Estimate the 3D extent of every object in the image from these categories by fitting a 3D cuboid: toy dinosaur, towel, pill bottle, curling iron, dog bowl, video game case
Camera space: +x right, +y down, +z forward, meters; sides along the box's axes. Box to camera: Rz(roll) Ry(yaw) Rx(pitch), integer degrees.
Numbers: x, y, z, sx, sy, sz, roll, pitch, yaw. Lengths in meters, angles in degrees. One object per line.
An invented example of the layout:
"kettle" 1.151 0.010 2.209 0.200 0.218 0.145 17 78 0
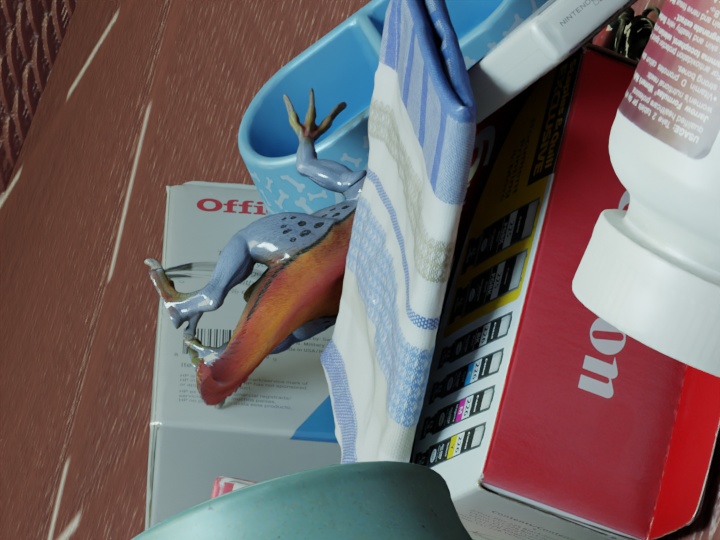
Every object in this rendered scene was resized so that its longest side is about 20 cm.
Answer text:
"toy dinosaur" 0.000 0.000 1.341 0.200 0.181 0.105 -117 3 -59
"towel" 0.014 -0.008 1.203 0.147 0.024 0.201 -103 21 -61
"pill bottle" 0.155 -0.066 1.022 0.110 0.109 0.201 -119 50 -70
"curling iron" 0.093 -0.048 1.380 0.050 0.025 0.200 -85 20 -51
"dog bowl" 0.022 -0.098 1.457 0.200 0.050 0.112 -37 33 5
"video game case" 0.112 -0.127 1.208 0.182 0.023 0.200 -40 2 -16

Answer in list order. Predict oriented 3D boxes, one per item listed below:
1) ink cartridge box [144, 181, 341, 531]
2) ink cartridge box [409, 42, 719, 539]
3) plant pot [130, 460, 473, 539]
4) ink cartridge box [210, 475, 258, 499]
"ink cartridge box" -0.033 0.049 1.456 0.200 0.144 0.084 -91 7 -53
"ink cartridge box" 0.091 0.018 1.198 0.176 0.084 0.201 144 143 -65
"plant pot" -0.008 0.177 0.997 0.200 0.199 0.189 -49 53 54
"ink cartridge box" -0.044 0.205 1.341 0.200 0.084 0.146 99 -177 -64
